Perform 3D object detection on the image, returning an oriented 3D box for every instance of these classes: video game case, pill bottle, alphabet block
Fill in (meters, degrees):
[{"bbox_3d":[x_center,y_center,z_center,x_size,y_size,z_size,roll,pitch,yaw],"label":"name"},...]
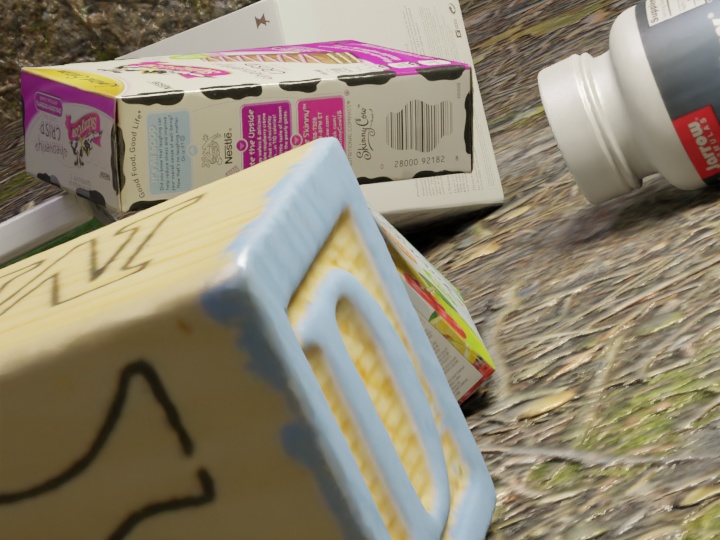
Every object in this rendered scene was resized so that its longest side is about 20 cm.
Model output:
[{"bbox_3d":[-0.216,0.025,1.417,0.200,0.022,0.182,-27,-13,3],"label":"video game case"},{"bbox_3d":[0.215,-0.116,1.556,0.200,0.120,0.120,-23,12,15],"label":"pill bottle"},{"bbox_3d":[-0.078,0.084,1.102,0.200,0.196,0.196,-21,11,17],"label":"alphabet block"}]

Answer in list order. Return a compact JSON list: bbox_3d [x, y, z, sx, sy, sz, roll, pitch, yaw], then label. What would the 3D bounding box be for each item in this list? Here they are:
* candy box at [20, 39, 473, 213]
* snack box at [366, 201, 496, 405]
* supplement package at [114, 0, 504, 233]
[{"bbox_3d":[-0.060,-0.078,1.339,0.200,0.061,0.136,-8,14,-27],"label":"candy box"},{"bbox_3d":[0.000,0.000,1.432,0.053,0.142,0.200,-43,11,5],"label":"snack box"},{"bbox_3d":[-0.032,-0.095,1.749,0.150,0.152,0.200,-16,-5,38],"label":"supplement package"}]
